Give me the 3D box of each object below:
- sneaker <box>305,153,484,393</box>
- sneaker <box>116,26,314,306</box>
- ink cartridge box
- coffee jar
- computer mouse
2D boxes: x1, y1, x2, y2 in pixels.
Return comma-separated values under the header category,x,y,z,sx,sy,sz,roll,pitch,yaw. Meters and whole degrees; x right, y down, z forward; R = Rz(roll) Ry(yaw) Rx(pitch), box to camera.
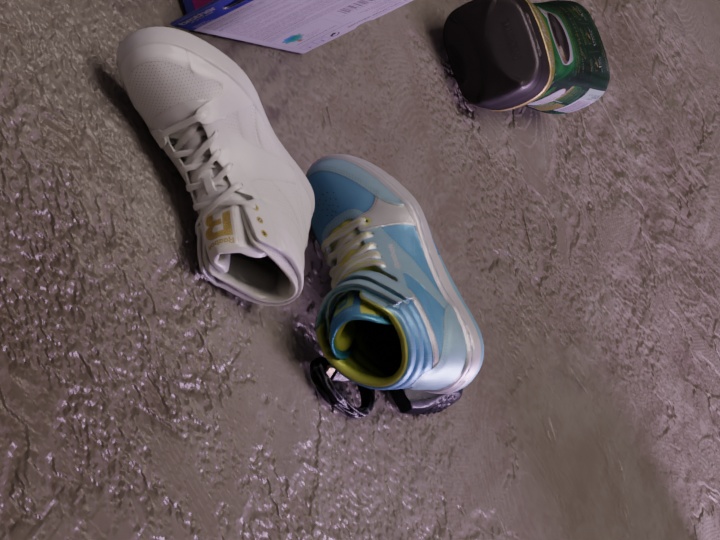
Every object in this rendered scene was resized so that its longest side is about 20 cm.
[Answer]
category,x,y,z,sx,sy,sz,roll,pitch,yaw
sneaker,0.000,0.000,1.715,0.200,0.080,0.131,56,27,17
sneaker,-0.093,-0.064,1.612,0.200,0.074,0.116,49,26,-33
ink cartridge box,-0.047,-0.206,1.776,0.200,0.119,0.042,-2,70,-63
coffee jar,0.149,-0.195,2.187,0.200,0.085,0.104,-4,74,-64
computer mouse,0.025,0.076,1.761,0.200,0.034,0.059,0,68,-62
